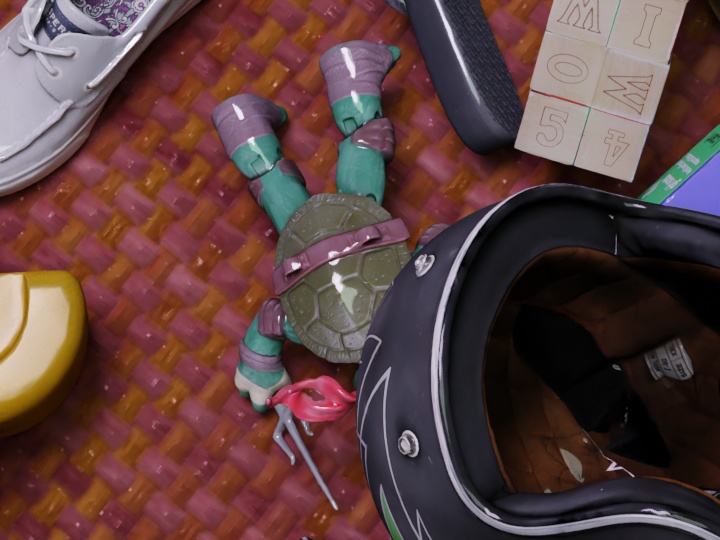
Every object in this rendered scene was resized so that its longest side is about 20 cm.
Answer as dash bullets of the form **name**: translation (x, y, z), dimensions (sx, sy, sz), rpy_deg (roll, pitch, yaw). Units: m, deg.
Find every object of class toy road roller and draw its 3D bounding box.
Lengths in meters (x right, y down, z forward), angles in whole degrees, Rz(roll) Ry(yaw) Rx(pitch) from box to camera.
- **toy road roller**: translation (-0.197, 0.068, 0.751), dimensions (0.145, 0.123, 0.201), rpy_deg (-3, 80, -8)

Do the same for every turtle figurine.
- **turtle figurine**: translation (0.000, 0.000, 0.763), dimensions (0.149, 0.101, 0.201), rpy_deg (-18, 75, 1)

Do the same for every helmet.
- **helmet**: translation (0.095, 0.065, 0.660), dimensions (0.190, 0.200, 0.201), rpy_deg (13, 81, 24)

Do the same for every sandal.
- **sandal**: translation (0.022, -0.149, 0.798), dimensions (0.043, 0.076, 0.201), rpy_deg (-23, 78, 27)

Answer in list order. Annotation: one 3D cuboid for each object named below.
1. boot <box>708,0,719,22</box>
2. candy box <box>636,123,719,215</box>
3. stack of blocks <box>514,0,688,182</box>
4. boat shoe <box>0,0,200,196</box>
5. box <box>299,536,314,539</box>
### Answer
- **boot**: translation (0.231, -0.179, 0.788), dimensions (0.154, 0.074, 0.201), rpy_deg (-27, 78, 3)
- **candy box**: translation (0.250, -0.029, 0.730), dimensions (0.200, 0.077, 0.169), rpy_deg (-42, 90, 8)
- **stack of blocks**: translation (0.129, -0.156, 0.747), dimensions (0.058, 0.115, 0.201), rpy_deg (17, 114, 6)
- **boat shoe**: translation (-0.137, -0.118, 0.800), dimensions (0.200, 0.069, 0.072), rpy_deg (-40, 81, -4)
- **box**: translation (-0.026, 0.227, 0.696), dimensions (0.079, 0.141, 0.201), rpy_deg (26, 83, -11)
